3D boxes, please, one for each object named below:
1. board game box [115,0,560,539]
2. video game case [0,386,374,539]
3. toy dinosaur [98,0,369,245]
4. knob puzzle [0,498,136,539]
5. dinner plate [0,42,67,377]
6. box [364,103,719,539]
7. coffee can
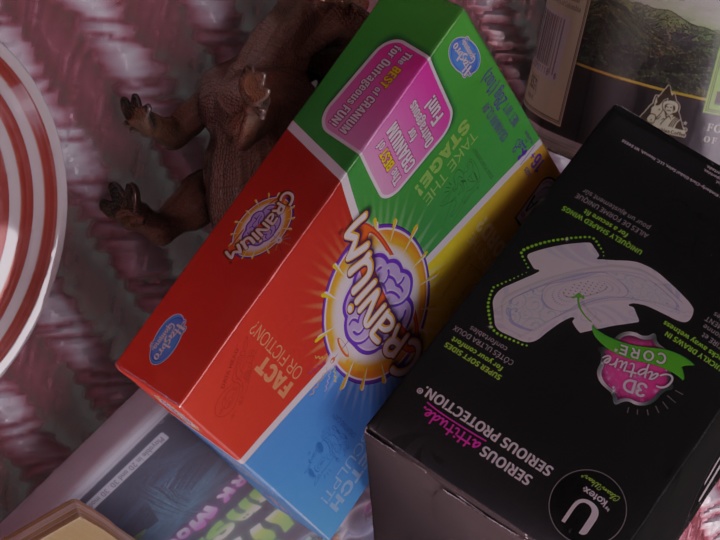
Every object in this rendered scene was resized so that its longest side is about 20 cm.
[{"bbox_3d":[0.000,0.000,0.833,0.201,0.040,0.153,-55,145,-10],"label":"board game box"},{"bbox_3d":[-0.090,0.141,0.909,0.200,0.023,0.182,-44,136,2],"label":"video game case"},{"bbox_3d":[-0.036,-0.049,0.868,0.135,0.086,0.202,-13,124,-47],"label":"toy dinosaur"},{"bbox_3d":[-0.155,0.174,0.850,0.218,0.031,0.220,-18,144,-14],"label":"knob puzzle"},{"bbox_3d":[-0.205,-0.012,0.760,0.199,0.024,0.202,-21,123,-37],"label":"dinner plate"},{"bbox_3d":[0.108,0.059,0.881,0.200,0.124,0.149,-50,161,-22],"label":"box"},{"bbox_3d":[0.170,-0.153,0.964,0.146,0.146,0.202,-4,112,-43],"label":"coffee can"}]
